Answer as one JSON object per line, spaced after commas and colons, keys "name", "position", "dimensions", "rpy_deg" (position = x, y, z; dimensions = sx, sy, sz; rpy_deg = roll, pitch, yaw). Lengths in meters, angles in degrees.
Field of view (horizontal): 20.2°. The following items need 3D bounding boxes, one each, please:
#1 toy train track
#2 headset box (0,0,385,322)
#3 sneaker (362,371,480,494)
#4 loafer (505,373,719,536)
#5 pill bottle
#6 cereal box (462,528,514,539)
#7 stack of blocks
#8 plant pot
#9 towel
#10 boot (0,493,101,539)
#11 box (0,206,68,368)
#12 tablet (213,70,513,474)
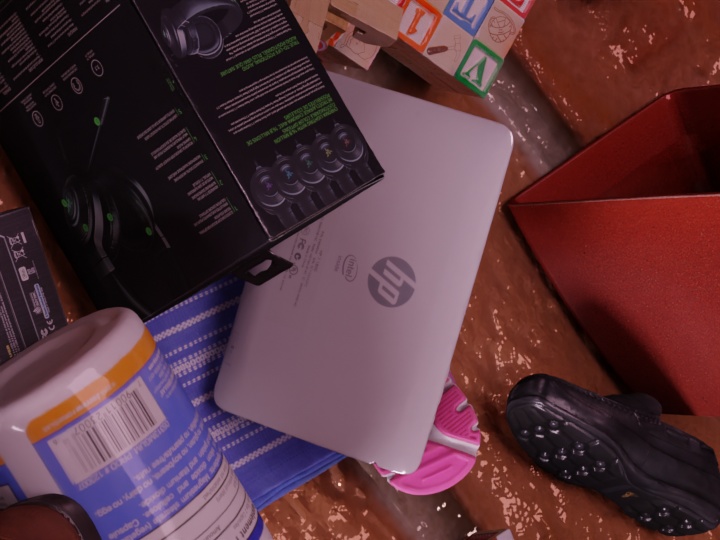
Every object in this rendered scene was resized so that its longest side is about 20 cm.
{"name": "toy train track", "position": [-0.068, -0.177, 1.143], "dimensions": [0.199, 0.032, 0.116], "rpy_deg": [27, 58, -21]}
{"name": "headset box", "position": [-0.103, -0.079, 1.070], "dimensions": [0.093, 0.174, 0.201], "rpy_deg": [-31, 90, -39]}
{"name": "sneaker", "position": [0.005, 0.047, 1.195], "dimensions": [0.081, 0.088, 0.201], "rpy_deg": [-22, 74, -3]}
{"name": "loafer", "position": [0.169, 0.111, 1.335], "dimensions": [0.200, 0.068, 0.071], "rpy_deg": [32, 55, -35]}
{"name": "pill bottle", "position": [-0.111, 0.130, 1.019], "dimensions": [0.112, 0.112, 0.201], "rpy_deg": [-40, 108, -36]}
{"name": "cereal box", "position": [0.041, 0.262, 1.218], "dimensions": [0.199, 0.039, 0.145], "rpy_deg": [-27, 97, -38]}
{"name": "stack of blocks", "position": [0.007, -0.183, 1.246], "dimensions": [0.199, 0.058, 0.116], "rpy_deg": [32, 84, -33]}
{"name": "plant pot", "position": [0.252, -0.009, 1.353], "dimensions": [0.199, 0.199, 0.178], "rpy_deg": [-33, 111, -37]}
{"name": "towel", "position": [-0.076, 0.036, 1.183], "dimensions": [0.144, 0.024, 0.202], "rpy_deg": [-26, 97, -39]}
{"name": "boot", "position": [-0.122, 0.192, 0.859], "dimensions": [0.200, 0.068, 0.190], "rpy_deg": [-37, 106, -82]}
{"name": "box", "position": [-0.214, 0.085, 1.048], "dimensions": [0.158, 0.048, 0.202], "rpy_deg": [-22, 95, -38]}
{"name": "tablet", "position": [0.000, 0.000, 1.127], "dimensions": [0.014, 0.129, 0.202], "rpy_deg": [-4, 111, -72]}
